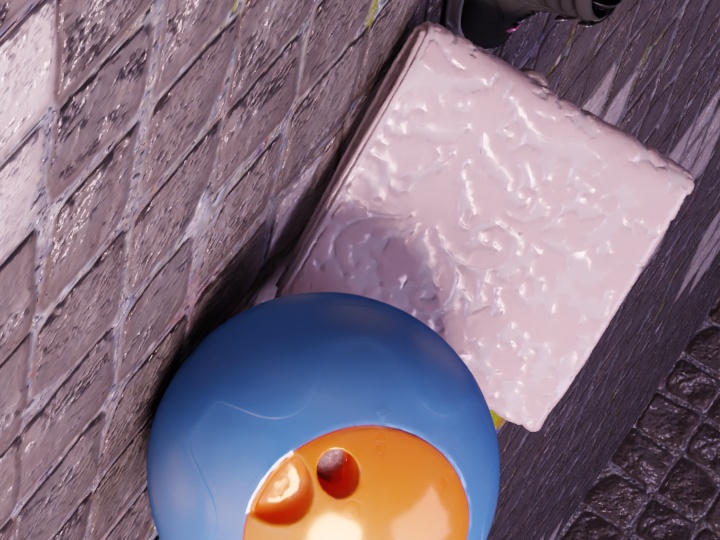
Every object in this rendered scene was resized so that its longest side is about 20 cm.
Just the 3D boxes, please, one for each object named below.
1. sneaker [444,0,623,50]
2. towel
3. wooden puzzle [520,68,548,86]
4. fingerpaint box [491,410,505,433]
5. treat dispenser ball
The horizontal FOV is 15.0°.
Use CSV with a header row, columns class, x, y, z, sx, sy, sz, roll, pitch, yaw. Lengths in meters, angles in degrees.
class,x,y,z,sx,sy,sz,roll,pitch,yaw
sneaker,0.111,-0.169,1.660,0.071,0.099,0.200,-57,169,-19
towel,0.073,-0.023,1.643,0.191,0.199,0.032,-59,-159,9
wooden puzzle,0.063,-0.024,1.899,0.200,0.037,0.186,-41,144,-45
fingerpaint box,0.067,0.117,2.234,0.200,0.073,0.167,-53,166,-26
treat dispenser ball,-0.021,0.113,1.548,0.201,0.200,0.201,-55,168,-19
